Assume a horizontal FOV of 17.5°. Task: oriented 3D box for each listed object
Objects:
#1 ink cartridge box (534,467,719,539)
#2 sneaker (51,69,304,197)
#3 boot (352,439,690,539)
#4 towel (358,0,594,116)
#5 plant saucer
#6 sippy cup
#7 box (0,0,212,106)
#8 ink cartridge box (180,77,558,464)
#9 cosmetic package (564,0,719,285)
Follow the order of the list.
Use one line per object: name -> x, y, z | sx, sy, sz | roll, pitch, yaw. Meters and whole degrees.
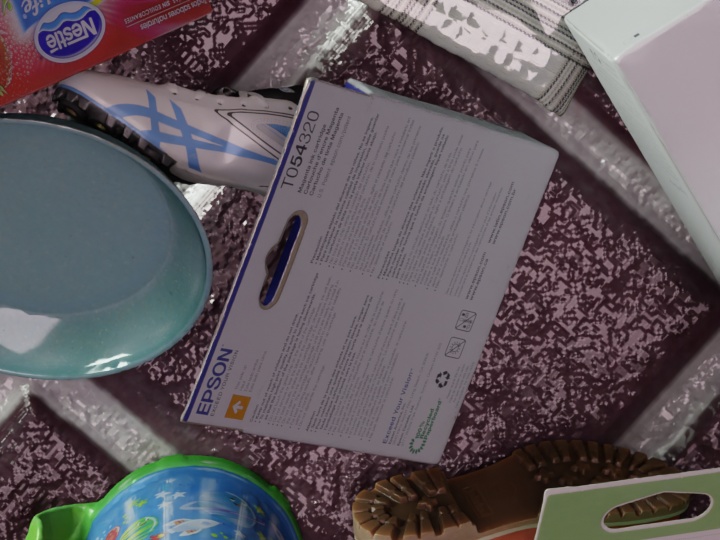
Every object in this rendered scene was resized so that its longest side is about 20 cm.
ink cartridge box -> 0.146, 0.171, 1.315 | 0.145, 0.048, 0.201 | -6, 130, -16
sneaker -> -0.074, -0.078, 1.297 | 0.199, 0.072, 0.073 | 18, 83, -21
boot -> 0.096, 0.164, 1.368 | 0.199, 0.075, 0.108 | -9, 120, -7
towel -> 0.078, -0.216, 1.307 | 0.200, 0.035, 0.193 | 30, 97, -8
plant saucer -> -0.178, -0.019, 1.287 | 0.199, 0.036, 0.201 | 2, 135, 2
sippy cup -> -0.095, 0.185, 1.320 | 0.177, 0.130, 0.140 | -15, 100, 0
box -> -0.187, -0.139, 1.217 | 0.200, 0.099, 0.096 | -31, 106, -43
ink cartridge box -> 0.000, 0.000, 1.286 | 0.199, 0.043, 0.197 | 14, 101, -42
cosmetic package -> 0.253, -0.100, 1.285 | 0.199, 0.123, 0.200 | -32, 108, 2
